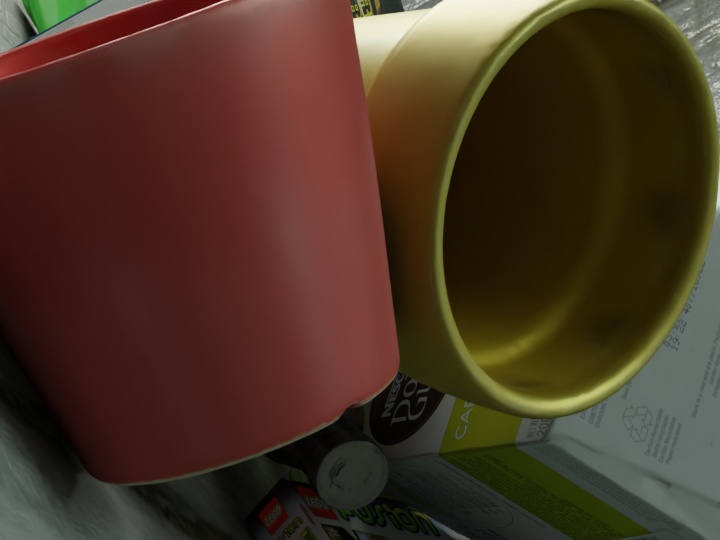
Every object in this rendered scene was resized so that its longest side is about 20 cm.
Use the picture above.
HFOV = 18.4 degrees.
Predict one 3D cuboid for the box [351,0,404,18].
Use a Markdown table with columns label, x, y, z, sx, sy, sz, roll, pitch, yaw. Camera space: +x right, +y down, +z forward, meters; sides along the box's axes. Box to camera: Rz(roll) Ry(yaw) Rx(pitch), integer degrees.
| label | x | y | z | sx | sy | sz | roll | pitch | yaw |
| --- | --- | --- | --- | --- | --- | --- | --- | --- | --- |
| box | -0.031 | -0.165 | 1.330 | 0.160 | 0.049 | 0.200 | -16 | 88 | -60 |

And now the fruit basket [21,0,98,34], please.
| label | x | y | z | sx | sy | sz | roll | pitch | yaw |
| --- | --- | --- | --- | --- | --- | --- | --- | --- | --- |
| fruit basket | -0.098 | -0.135 | 1.380 | 0.216 | 0.155 | 0.216 | 60 | 14 | -25 |

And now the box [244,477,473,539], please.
| label | x | y | z | sx | sy | sz | roll | pitch | yaw |
| --- | --- | --- | --- | --- | --- | --- | --- | --- | --- |
| box | 0.034 | 0.177 | 1.235 | 0.200 | 0.035 | 0.110 | 18 | 28 | -51 |

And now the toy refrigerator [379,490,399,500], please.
| label | x | y | z | sx | sy | sz | roll | pitch | yaw |
| --- | --- | --- | --- | --- | --- | --- | --- | --- | --- |
| toy refrigerator | 0.039 | 0.162 | 1.423 | 0.076 | 0.070 | 0.200 | -34 | 101 | -44 |

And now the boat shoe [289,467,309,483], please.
| label | x | y | z | sx | sy | sz | roll | pitch | yaw |
| --- | --- | --- | --- | --- | --- | --- | --- | --- | --- |
| boat shoe | 0.026 | 0.187 | 1.341 | 0.201 | 0.063 | 0.073 | 55 | 2 | 32 |

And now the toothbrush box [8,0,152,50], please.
| label | x | y | z | sx | sy | sz | roll | pitch | yaw |
| --- | --- | --- | --- | --- | --- | --- | --- | --- | --- |
| toothbrush box | -0.082 | -0.056 | 1.197 | 0.200 | 0.146 | 0.085 | 57 | 8 | -31 |

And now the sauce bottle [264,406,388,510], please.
| label | x | y | z | sx | sy | sz | roll | pitch | yaw |
| --- | --- | --- | --- | --- | --- | --- | --- | --- | --- |
| sauce bottle | -0.037 | 0.071 | 1.228 | 0.066 | 0.066 | 0.200 | 59 | -6 | -25 |

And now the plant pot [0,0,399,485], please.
| label | x | y | z | sx | sy | sz | roll | pitch | yaw |
| --- | --- | --- | --- | --- | --- | --- | --- | --- | --- |
| plant pot | -0.076 | -0.019 | 0.929 | 0.200 | 0.200 | 0.177 | -88 | 160 | -79 |

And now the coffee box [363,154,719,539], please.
| label | x | y | z | sx | sy | sz | roll | pitch | yaw |
| --- | --- | --- | --- | --- | --- | --- | --- | --- | --- |
| coffee box | 0.145 | 0.059 | 1.242 | 0.200 | 0.200 | 0.198 | 31 | -23 | -25 |

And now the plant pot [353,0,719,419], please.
| label | x | y | z | sx | sy | sz | roll | pitch | yaw |
| --- | --- | --- | --- | --- | --- | --- | --- | --- | --- |
| plant pot | 0.039 | -0.047 | 1.073 | 0.189 | 0.201 | 0.201 | 16 | -31 | 44 |
